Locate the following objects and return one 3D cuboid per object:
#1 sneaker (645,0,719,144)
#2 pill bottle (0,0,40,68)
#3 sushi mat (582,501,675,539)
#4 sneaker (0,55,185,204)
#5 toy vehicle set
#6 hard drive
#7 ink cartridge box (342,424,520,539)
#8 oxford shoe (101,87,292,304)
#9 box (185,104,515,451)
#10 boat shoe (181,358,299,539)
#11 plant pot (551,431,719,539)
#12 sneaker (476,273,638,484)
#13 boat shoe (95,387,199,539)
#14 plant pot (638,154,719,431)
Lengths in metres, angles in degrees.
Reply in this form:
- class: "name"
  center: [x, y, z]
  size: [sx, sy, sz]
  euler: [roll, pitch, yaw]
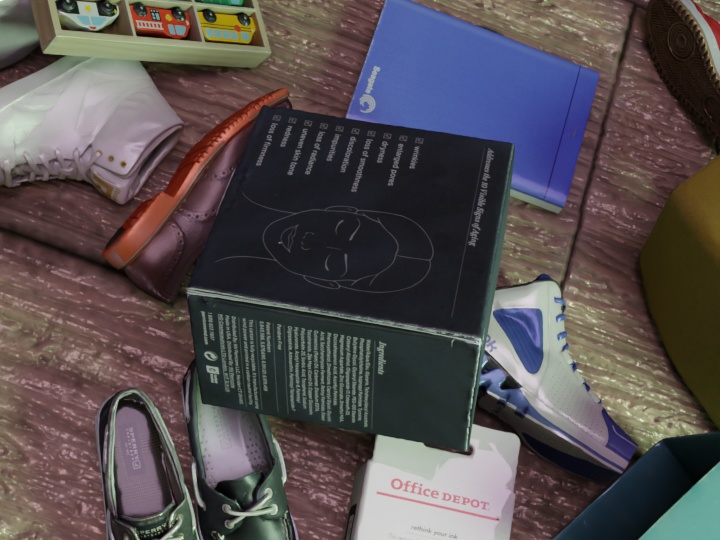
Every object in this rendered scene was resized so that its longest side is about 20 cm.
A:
- class: "sneaker"
  center: [0.342, -0.176, 1.050]
  size: [0.112, 0.071, 0.201]
  euler: [-24, 73, -23]
- class: "pill bottle"
  center: [-0.327, -0.266, 0.939]
  size: [0.111, 0.112, 0.202]
  euler: [-22, 78, -15]
- class: "sushi mat"
  center: [0.274, 0.229, 0.942]
  size: [0.197, 0.012, 0.097]
  euler: [-2, 75, -10]
- class: "sneaker"
  center: [-0.231, -0.089, 0.922]
  size: [0.199, 0.074, 0.116]
  euler: [-38, 79, -19]
- class: "toy vehicle set"
  center: [-0.171, -0.228, 0.951]
  size: [0.198, 0.026, 0.126]
  euler: [-5, 72, -42]
- class: "hard drive"
  center: [0.096, -0.144, 1.020]
  size: [0.198, 0.025, 0.133]
  euler: [20, 71, -3]
- class: "ink cartridge box"
  center: [0.044, 0.213, 0.878]
  size: [0.114, 0.068, 0.203]
  euler: [14, 71, -5]
- class: "oxford shoe"
  center: [-0.114, -0.062, 0.946]
  size: [0.073, 0.071, 0.200]
  euler: [45, 75, -15]
- class: "box"
  center: [0.000, 0.000, 0.854]
  size: [0.194, 0.125, 0.201]
  euler: [8, 46, 9]
- class: "boat shoe"
  center: [-0.091, 0.155, 0.877]
  size: [0.075, 0.060, 0.202]
  euler: [-18, 77, -14]
- class: "plant pot"
  center: [0.261, 0.242, 0.862]
  size: [0.141, 0.141, 0.201]
  euler: [-37, 90, -17]
- class: "sneaker"
  center: [0.142, 0.069, 0.933]
  size: [0.198, 0.081, 0.116]
  euler: [34, 73, 4]
- class: "boat shoe"
  center: [-0.154, 0.182, 0.852]
  size: [0.071, 0.071, 0.202]
  euler: [-16, 77, -14]
- class: "plant pot"
  center: [0.333, 0.004, 0.936]
  size: [0.195, 0.195, 0.200]
  euler: [-36, 70, -18]
